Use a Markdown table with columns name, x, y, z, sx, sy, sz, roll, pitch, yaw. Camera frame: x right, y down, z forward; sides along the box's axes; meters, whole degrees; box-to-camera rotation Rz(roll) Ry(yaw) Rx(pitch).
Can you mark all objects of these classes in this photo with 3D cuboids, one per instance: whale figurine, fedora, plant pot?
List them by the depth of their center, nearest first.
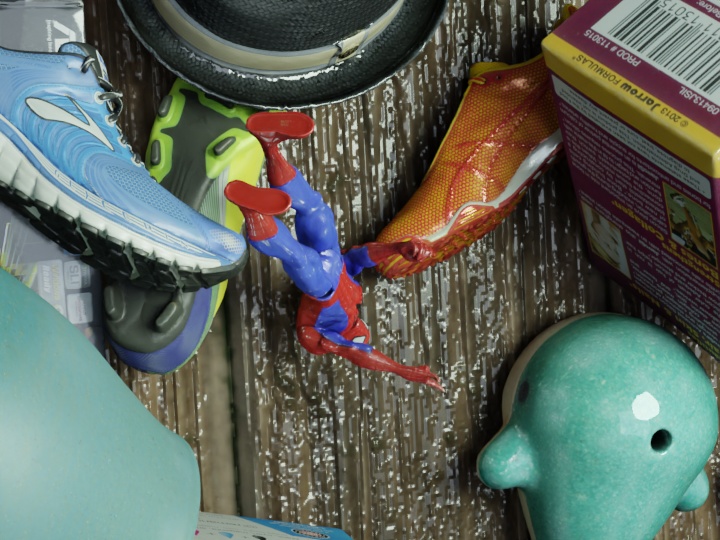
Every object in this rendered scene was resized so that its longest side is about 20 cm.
| name | x | y | z | sx | sy | sz | roll | pitch | yaw |
| --- | --- | --- | --- | --- | --- | --- | --- | --- | --- |
| plant pot | -0.182 | 0.096 | 0.651 | 0.187 | 0.199 | 0.202 | 33 | 83 | -29 |
| fedora | -0.033 | -0.184 | 0.745 | 0.198 | 0.092 | 0.204 | 5 | 72 | -16 |
| whale figurine | 0.147 | 0.128 | 0.849 | 0.157 | 0.104 | 0.203 | 11 | 91 | -20 |

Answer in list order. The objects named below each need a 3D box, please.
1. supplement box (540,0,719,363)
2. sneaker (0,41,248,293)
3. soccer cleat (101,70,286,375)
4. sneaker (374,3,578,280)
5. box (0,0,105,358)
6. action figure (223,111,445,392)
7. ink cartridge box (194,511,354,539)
| name | x | y | z | sx | sy | sz | roll | pitch | yaw |
| --- | --- | --- | --- | --- | --- | --- | --- | --- | --- |
| supplement box | 0.191 | -0.058 | 0.790 | 0.103 | 0.131 | 0.201 | -39 | 142 | -13 |
| sneaker | -0.135 | -0.063 | 0.691 | 0.199 | 0.079 | 0.090 | 34 | 74 | -5 |
| soccer cleat | -0.089 | -0.038 | 0.783 | 0.064 | 0.084 | 0.202 | 16 | 69 | 9 |
| sneaker | 0.073 | -0.073 | 0.839 | 0.077 | 0.073 | 0.200 | 44 | 76 | 7 |
| box | -0.219 | -0.037 | 0.740 | 0.159 | 0.049 | 0.203 | -4 | 96 | -22 |
| action figure | 0.000 | 0.000 | 0.748 | 0.098 | 0.201 | 0.066 | 12 | 66 | 15 |
| ink cartridge box | -0.055 | 0.219 | 0.735 | 0.145 | 0.200 | 0.147 | 11 | 91 | -19 |
